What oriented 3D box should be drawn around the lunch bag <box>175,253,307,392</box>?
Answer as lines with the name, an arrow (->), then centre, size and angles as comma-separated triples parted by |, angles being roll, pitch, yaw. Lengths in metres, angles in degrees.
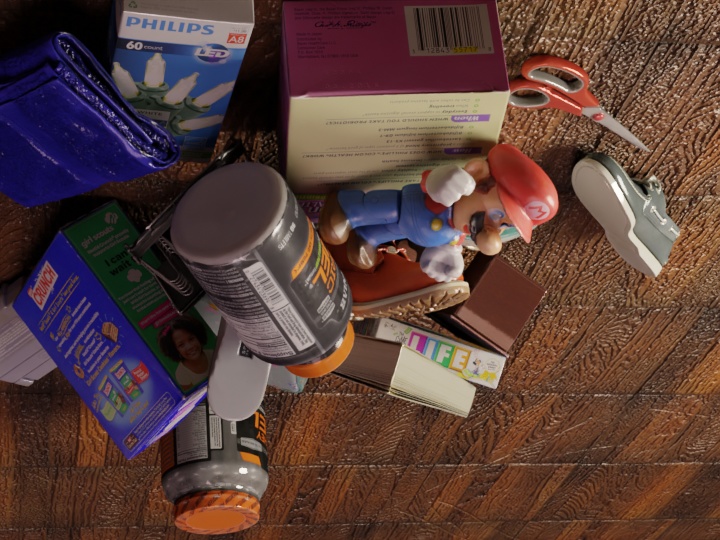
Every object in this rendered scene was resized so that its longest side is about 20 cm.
lunch bag -> -0.116, 0.035, 1.590 | 0.160, 0.077, 0.200 | 23, 153, 13

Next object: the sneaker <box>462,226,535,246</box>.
sneaker -> 0.083, -0.071, 1.471 | 0.199, 0.072, 0.080 | 1, 156, -8

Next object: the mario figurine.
mario figurine -> 0.066, -0.036, 1.283 | 0.199, 0.106, 0.123 | -12, -173, 28

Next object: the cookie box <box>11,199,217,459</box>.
cookie box -> -0.234, 0.060, 1.532 | 0.075, 0.200, 0.171 | -34, 174, -38

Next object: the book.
book -> 0.016, 0.095, 1.529 | 0.133, 0.048, 0.200 | 14, 174, 27

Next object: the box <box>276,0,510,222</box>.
box -> 0.021, -0.131, 1.318 | 0.175, 0.097, 0.200 | -3, 152, -5

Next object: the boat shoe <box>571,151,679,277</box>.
boat shoe -> 0.266, -0.067, 1.545 | 0.062, 0.073, 0.200 | -50, 140, -8

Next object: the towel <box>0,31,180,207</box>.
towel -> -0.260, -0.112, 1.275 | 0.199, 0.050, 0.148 | -11, 134, 42

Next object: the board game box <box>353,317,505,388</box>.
board game box -> 0.067, 0.079, 1.656 | 0.134, 0.034, 0.200 | 18, 180, -7

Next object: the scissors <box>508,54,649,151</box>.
scissors -> 0.211, -0.147, 1.409 | 0.199, 0.014, 0.073 | 16, 144, -33

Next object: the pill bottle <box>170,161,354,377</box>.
pill bottle -> -0.072, 0.009, 1.321 | 0.106, 0.107, 0.200 | -13, 140, 16

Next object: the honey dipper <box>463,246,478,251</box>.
honey dipper -> 0.071, -0.016, 1.615 | 0.038, 0.038, 0.200 | 18, 147, -38

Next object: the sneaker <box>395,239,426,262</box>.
sneaker -> 0.000, 0.000, 1.548 | 0.087, 0.076, 0.200 | 24, 160, -31

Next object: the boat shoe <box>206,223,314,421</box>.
boat shoe -> -0.093, 0.038, 1.442 | 0.071, 0.201, 0.070 | 16, -177, -9

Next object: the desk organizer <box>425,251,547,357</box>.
desk organizer -> 0.118, 0.028, 1.609 | 0.072, 0.077, 0.200 | 35, 177, -10

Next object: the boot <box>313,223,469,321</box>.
boot -> 0.012, -0.008, 1.422 | 0.199, 0.108, 0.075 | -3, 176, 39

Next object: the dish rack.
dish rack -> -0.134, -0.041, 1.389 | 0.153, 0.055, 0.200 | -47, 174, -5

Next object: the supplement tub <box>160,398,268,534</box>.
supplement tub -> -0.168, 0.190, 1.788 | 0.122, 0.201, 0.123 | -4, 153, -2

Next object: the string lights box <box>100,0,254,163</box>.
string lights box -> -0.154, -0.166, 1.261 | 0.102, 0.059, 0.200 | 3, 152, -14

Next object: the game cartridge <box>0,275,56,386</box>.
game cartridge -> -0.365, 0.066, 1.701 | 0.129, 0.039, 0.200 | 22, 142, -35
